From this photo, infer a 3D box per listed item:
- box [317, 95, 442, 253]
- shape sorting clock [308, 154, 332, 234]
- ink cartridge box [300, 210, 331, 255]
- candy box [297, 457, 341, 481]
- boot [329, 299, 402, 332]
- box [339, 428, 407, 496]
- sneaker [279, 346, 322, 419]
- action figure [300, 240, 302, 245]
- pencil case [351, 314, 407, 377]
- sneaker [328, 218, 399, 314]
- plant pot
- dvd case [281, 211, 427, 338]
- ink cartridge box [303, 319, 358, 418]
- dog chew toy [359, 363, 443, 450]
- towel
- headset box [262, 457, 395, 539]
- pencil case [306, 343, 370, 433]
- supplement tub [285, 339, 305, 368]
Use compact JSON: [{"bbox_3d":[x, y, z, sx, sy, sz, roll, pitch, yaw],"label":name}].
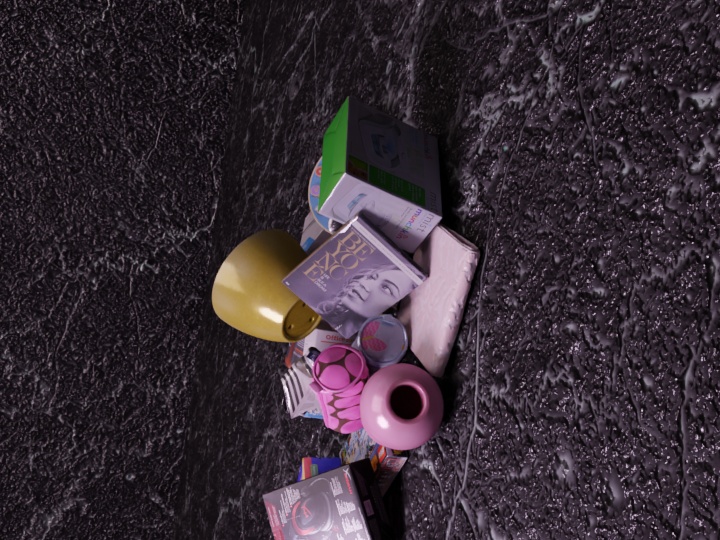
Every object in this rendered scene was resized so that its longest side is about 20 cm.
[{"bbox_3d":[0.031,-0.151,1.421,0.097,0.175,0.201,-52,24,39],"label":"box"},{"bbox_3d":[-0.008,-0.157,1.632,0.039,0.198,0.202,33,-123,-64],"label":"shape sorting clock"},{"bbox_3d":[-0.060,-0.094,1.769,0.116,0.066,0.201,-49,20,29],"label":"ink cartridge box"},{"bbox_3d":[-0.075,0.451,1.622,0.201,0.076,0.171,108,160,-58],"label":"candy box"},{"bbox_3d":[0.000,0.000,1.569,0.199,0.064,0.188,-22,68,48],"label":"boot"},{"bbox_3d":[0.018,0.315,1.523,0.138,0.039,0.201,-100,26,-43],"label":"box"},{"bbox_3d":[-0.070,0.224,1.557,0.115,0.201,0.076,-39,37,5],"label":"sneaker"},{"bbox_3d":[-0.116,0.036,1.842,0.070,0.129,0.201,52,158,36],"label":"action figure"},{"bbox_3d":[0.022,0.137,1.472,0.091,0.083,0.200,-55,-3,-20],"label":"pencil case"},{"bbox_3d":[0.012,-0.019,1.465,0.083,0.080,0.202,-63,-44,-75],"label":"sneaker"},{"bbox_3d":[-0.144,0.048,1.604,0.142,0.199,0.202,36,121,34],"label":"plant pot"},{"bbox_3d":[-0.012,0.013,1.410,0.200,0.149,0.016,-39,16,35],"label":"dvd case"},{"bbox_3d":[-0.045,0.172,1.648,0.068,0.114,0.202,167,110,-69],"label":"ink cartridge box"},{"bbox_3d":[0.055,0.213,1.354,0.200,0.123,0.126,112,161,-72],"label":"dog chew toy"},{"bbox_3d":[0.115,0.035,1.375,0.191,0.032,0.202,-129,50,-66],"label":"towel"},{"bbox_3d":[-0.060,0.406,1.443,0.199,0.075,0.150,-26,76,25],"label":"headset box"},{"bbox_3d":[-0.031,0.193,1.416,0.094,0.090,0.201,-48,-25,-20],"label":"pencil case"},{"bbox_3d":[-0.080,0.111,1.789,0.107,0.106,0.202,-118,40,-60],"label":"supplement tub"}]
